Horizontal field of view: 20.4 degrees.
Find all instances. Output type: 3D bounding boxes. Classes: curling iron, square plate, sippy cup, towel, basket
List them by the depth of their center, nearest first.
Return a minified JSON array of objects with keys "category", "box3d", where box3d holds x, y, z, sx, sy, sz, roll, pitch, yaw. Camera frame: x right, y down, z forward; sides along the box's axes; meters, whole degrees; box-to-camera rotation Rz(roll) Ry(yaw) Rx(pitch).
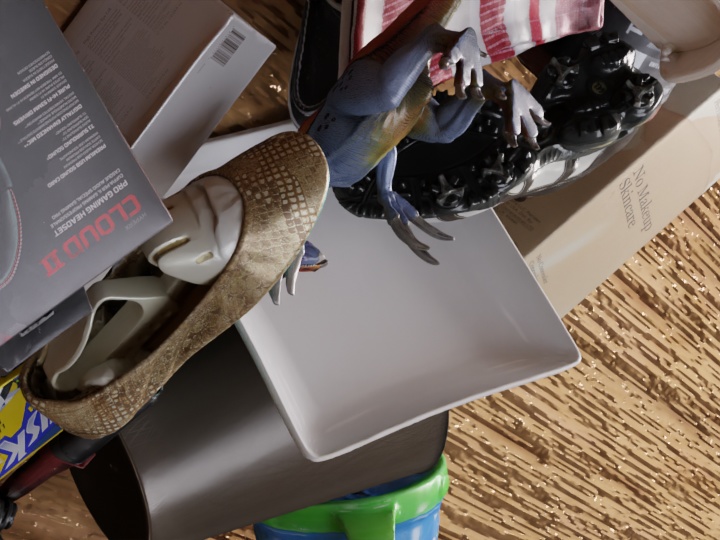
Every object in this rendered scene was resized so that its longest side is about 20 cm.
[{"category":"towel","box3d":[0.069,-0.175,1.076,0.200,0.023,0.145,-23,130,-37]},{"category":"curling iron","box3d":[-0.163,0.108,1.109,0.025,0.050,0.200,24,137,-30]},{"category":"square plate","box3d":[0.000,0.000,1.129,0.198,0.200,0.028,-17,157,-35]},{"category":"basket","box3d":[-0.067,0.080,1.186,0.199,0.136,0.181,-24,122,-27]},{"category":"sippy cup","box3d":[-0.007,0.188,1.302,0.178,0.139,0.131,-34,123,-62]}]

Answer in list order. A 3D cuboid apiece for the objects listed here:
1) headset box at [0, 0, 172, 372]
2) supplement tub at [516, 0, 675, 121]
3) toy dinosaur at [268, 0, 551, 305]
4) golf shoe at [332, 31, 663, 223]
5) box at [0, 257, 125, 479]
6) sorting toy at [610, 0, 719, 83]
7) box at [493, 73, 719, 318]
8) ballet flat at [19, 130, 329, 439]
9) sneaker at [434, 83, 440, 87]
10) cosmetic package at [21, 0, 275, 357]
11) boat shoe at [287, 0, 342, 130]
[{"category":"headset box","box3d":[-0.190,-0.049,0.892,0.148,0.075,0.200,-36,114,-18]},{"category":"supplement tub","box3d":[0.180,-0.196,1.208,0.107,0.107,0.200,1,126,-49]},{"category":"toy dinosaur","box3d":[0.004,-0.068,1.034,0.105,0.181,0.201,23,62,-46]},{"category":"golf shoe","box3d":[0.077,-0.062,1.148,0.199,0.078,0.095,-18,159,-12]},{"category":"box","box3d":[-0.201,0.063,1.067,0.200,0.070,0.064,-38,143,-16]},{"category":"sorting toy","box3d":[0.175,-0.227,1.067,0.200,0.107,0.181,35,69,-42]},{"category":"box","box3d":[0.155,-0.058,1.347,0.200,0.078,0.095,-41,144,-12]},{"category":"ballet flat","box3d":[-0.095,0.008,0.974,0.200,0.071,0.065,-49,145,17]},{"category":"sneaker","box3d":[0.061,-0.188,1.142,0.200,0.070,0.076,-48,130,-11]},{"category":"cosmetic package","box3d":[-0.137,-0.061,1.011,0.200,0.083,0.051,-52,151,5]},{"category":"boat shoe","box3d":[-0.001,-0.162,1.075,0.068,0.072,0.201,3,118,-52]}]
